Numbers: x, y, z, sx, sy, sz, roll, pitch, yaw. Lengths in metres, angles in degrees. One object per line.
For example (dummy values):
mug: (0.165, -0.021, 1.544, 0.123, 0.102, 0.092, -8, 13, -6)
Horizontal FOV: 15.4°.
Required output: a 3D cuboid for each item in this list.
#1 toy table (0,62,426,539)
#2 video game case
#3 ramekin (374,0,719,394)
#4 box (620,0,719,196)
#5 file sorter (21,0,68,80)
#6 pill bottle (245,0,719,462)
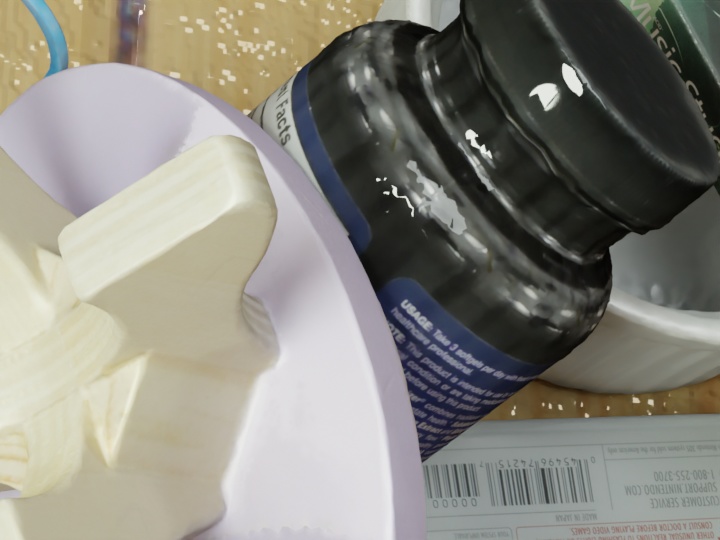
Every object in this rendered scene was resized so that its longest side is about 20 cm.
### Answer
toy table: (-0.071, 0.030, 0.672, 0.200, 0.184, 0.117, 57, 20, 24)
video game case: (0.105, 0.136, 0.870, 0.200, 0.023, 0.182, 0, 70, -21)
ramekin: (0.094, -0.055, 0.898, 0.200, 0.098, 0.201, 7, 68, -17)
box: (0.170, -0.063, 0.854, 0.144, 0.036, 0.200, -24, 79, -27)
file sorter: (-0.200, -0.032, 0.760, 0.123, 0.139, 0.200, 48, 62, -2)
pill bottle: (0.000, 0.000, 0.767, 0.112, 0.200, 0.112, 42, 24, -23)
